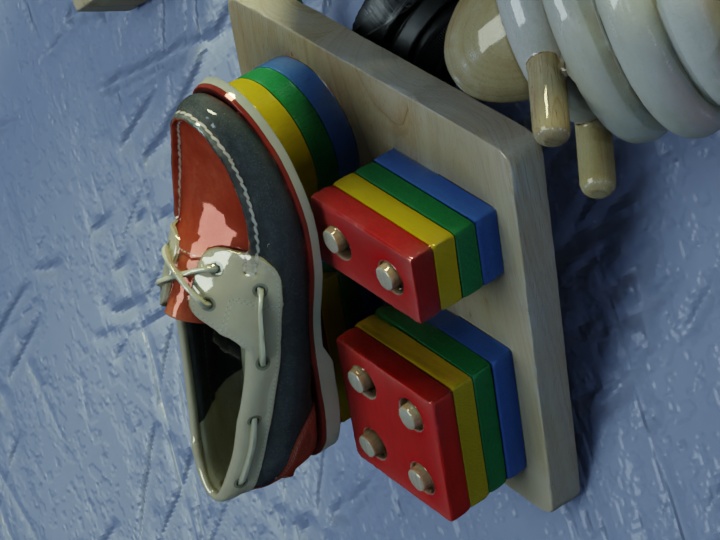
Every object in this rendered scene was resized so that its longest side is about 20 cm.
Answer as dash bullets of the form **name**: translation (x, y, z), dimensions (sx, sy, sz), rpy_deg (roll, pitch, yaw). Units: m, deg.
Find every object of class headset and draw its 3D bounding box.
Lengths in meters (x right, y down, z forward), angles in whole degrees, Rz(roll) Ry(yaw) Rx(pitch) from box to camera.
- **headset**: translation (-0.001, -0.129, 1.127), dimensions (0.124, 0.094, 0.200), rpy_deg (51, 150, 0)

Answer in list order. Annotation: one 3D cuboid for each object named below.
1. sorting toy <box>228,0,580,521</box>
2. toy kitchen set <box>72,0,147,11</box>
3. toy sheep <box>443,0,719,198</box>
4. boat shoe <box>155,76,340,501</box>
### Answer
- **sorting toy**: translation (0.000, 0.000, 1.125), dimensions (0.199, 0.069, 0.201), rpy_deg (33, 144, 43)
- **toy kitchen set**: translation (-0.171, -0.241, 1.254), dimensions (0.163, 0.199, 0.181), rpy_deg (-23, 77, 49)
- **toy sheep**: translation (0.124, -0.112, 0.981), dimensions (0.199, 0.138, 0.139), rpy_deg (-15, 82, 21)
- **boat shoe**: translation (-0.057, 0.012, 1.089), dimensions (0.071, 0.062, 0.201), rpy_deg (34, 144, 45)
